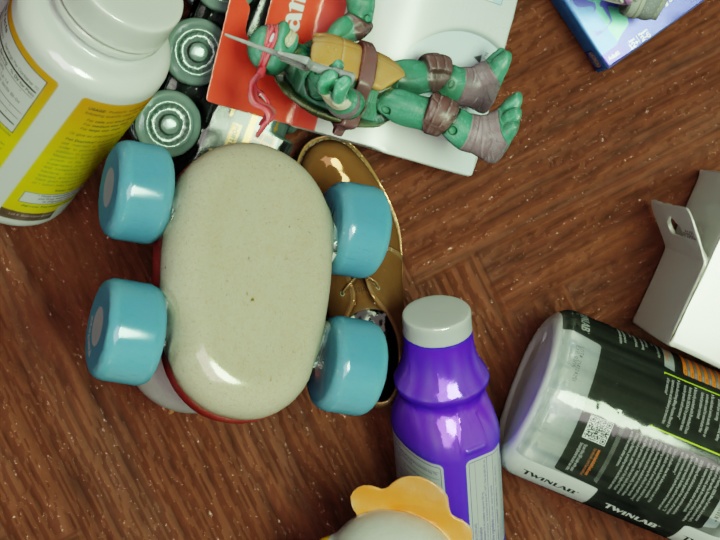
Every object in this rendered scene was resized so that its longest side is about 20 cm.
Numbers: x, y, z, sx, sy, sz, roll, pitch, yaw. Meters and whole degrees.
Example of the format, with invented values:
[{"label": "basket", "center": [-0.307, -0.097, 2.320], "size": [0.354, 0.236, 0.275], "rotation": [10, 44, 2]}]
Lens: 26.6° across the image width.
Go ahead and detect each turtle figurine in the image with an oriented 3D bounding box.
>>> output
[{"label": "turtle figurine", "center": [0.002, -0.135, 0.976], "size": [0.198, 0.101, 0.151], "rotation": [17, 52, -17]}]

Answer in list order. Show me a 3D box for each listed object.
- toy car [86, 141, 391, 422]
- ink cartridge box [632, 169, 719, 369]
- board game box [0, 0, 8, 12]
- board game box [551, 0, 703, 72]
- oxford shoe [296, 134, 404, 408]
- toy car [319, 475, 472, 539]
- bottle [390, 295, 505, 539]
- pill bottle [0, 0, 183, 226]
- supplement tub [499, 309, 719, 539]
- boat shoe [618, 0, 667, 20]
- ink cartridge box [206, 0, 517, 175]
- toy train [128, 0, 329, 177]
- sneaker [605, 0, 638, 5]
[{"label": "toy car", "center": [-0.104, 0.024, 1.023], "size": [0.183, 0.200, 0.179], "rotation": [9, 72, -24]}, {"label": "ink cartridge box", "center": [0.290, 0.018, 1.058], "size": [0.199, 0.129, 0.126], "rotation": [24, 93, -3]}, {"label": "board game box", "center": [-0.244, -0.241, 1.011], "size": [0.126, 0.035, 0.200], "rotation": [-26, 116, 25]}, {"label": "board game box", "center": [0.177, -0.267, 1.073], "size": [0.152, 0.045, 0.201], "rotation": [-36, 94, 0]}, {"label": "oxford shoe", "center": [0.000, 0.000, 1.076], "size": [0.071, 0.071, 0.202], "rotation": [-16, 93, 1]}, {"label": "toy car", "center": [-0.005, 0.221, 1.015], "size": [0.176, 0.184, 0.202], "rotation": [20, 101, 7]}, {"label": "bottle", "center": [0.059, 0.115, 1.049], "size": [0.065, 0.083, 0.202], "rotation": [-18, 119, -23]}, {"label": "pill bottle", "center": [-0.197, -0.125, 0.994], "size": [0.109, 0.109, 0.200], "rotation": [43, 129, -4]}, {"label": "supplement tub", "center": [0.205, 0.118, 1.065], "size": [0.199, 0.123, 0.123], "rotation": [23, 93, -3]}, {"label": "boat shoe", "center": [0.240, -0.252, 1.019], "size": [0.064, 0.074, 0.203], "rotation": [30, 85, 0]}, {"label": "ink cartridge box", "center": [0.008, -0.166, 1.033], "size": [0.199, 0.047, 0.162], "rotation": [13, 95, -32]}, {"label": "toy train", "center": [-0.088, -0.138, 1.060], "size": [0.113, 0.085, 0.201], "rotation": [22, 91, -17]}, {"label": "sneaker", "center": [0.131, -0.263, 0.967], "size": [0.099, 0.075, 0.201], "rotation": [-38, 94, -6]}]
